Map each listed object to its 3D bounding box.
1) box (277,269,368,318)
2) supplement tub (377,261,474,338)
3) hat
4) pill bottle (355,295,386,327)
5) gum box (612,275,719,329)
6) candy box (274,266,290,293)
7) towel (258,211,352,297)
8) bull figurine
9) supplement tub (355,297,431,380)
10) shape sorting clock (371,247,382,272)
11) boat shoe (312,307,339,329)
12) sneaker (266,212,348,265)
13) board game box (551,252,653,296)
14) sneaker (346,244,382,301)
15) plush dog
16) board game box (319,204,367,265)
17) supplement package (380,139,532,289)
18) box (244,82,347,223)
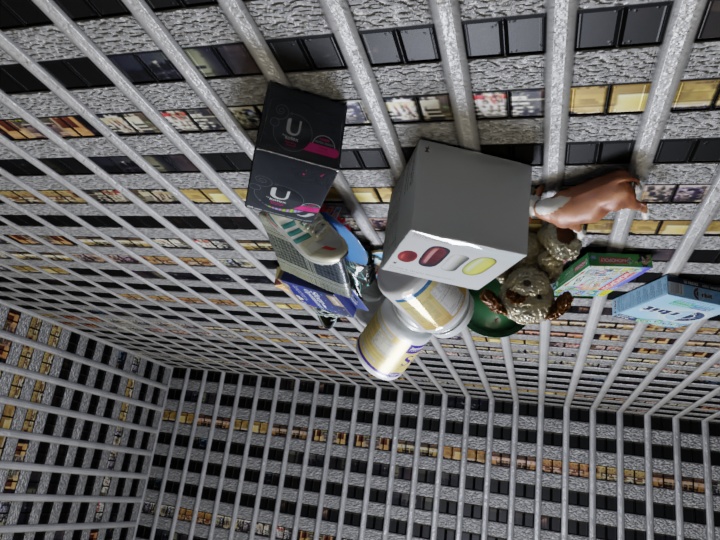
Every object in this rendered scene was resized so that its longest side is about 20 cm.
[{"bbox_3d":[-0.086,0.056,1.367,0.195,0.033,0.122,13,157,30],"label":"box"},{"bbox_3d":[0.141,0.039,1.252,0.142,0.148,0.200,-8,141,40],"label":"supplement tub"},{"bbox_3d":[0.308,0.019,1.267,0.197,0.166,0.179,-27,146,-22],"label":"hat"},{"bbox_3d":[0.077,0.124,1.624,0.109,0.116,0.199,-4,157,32],"label":"pill bottle"},{"bbox_3d":[0.691,0.075,1.324,0.165,0.046,0.200,11,161,-8],"label":"gum box"},{"bbox_3d":[-0.118,0.041,1.560,0.113,0.057,0.198,-9,154,36],"label":"candy box"},{"bbox_3d":[-0.108,-0.039,1.226,0.196,0.035,0.195,22,149,25],"label":"towel"},{"bbox_3d":[0.355,-0.102,0.944,0.119,0.067,0.198,17,162,-35],"label":"bull figurine"},{"bbox_3d":[0.089,0.151,1.445,0.142,0.148,0.202,17,128,-24],"label":"supplement tub"},{"bbox_3d":[0.081,0.000,1.388,0.193,0.040,0.201,8,161,3],"label":"shape sorting clock"},{"bbox_3d":[-0.086,0.094,1.519,0.072,0.064,0.201,10,156,-1],"label":"boat shoe"},{"bbox_3d":[-0.104,-0.090,1.076,0.198,0.070,0.094,38,155,23],"label":"sneaker"},{"bbox_3d":[0.488,0.012,1.231,0.130,0.030,0.201,2,161,-5],"label":"board game box"},{"bbox_3d":[0.000,0.000,1.310,0.078,0.077,0.200,-10,137,36],"label":"sneaker"},{"bbox_3d":[0.310,0.015,1.121,0.194,0.177,0.161,2,161,14],"label":"plush dog"},{"bbox_3d":[-0.058,-0.084,1.180,0.197,0.039,0.159,15,153,46],"label":"board game box"},{"bbox_3d":[0.149,-0.080,0.965,0.185,0.152,0.200,11,162,-7],"label":"supplement package"},{"bbox_3d":[-0.102,-0.166,0.894,0.119,0.109,0.200,12,160,-11],"label":"box"}]
